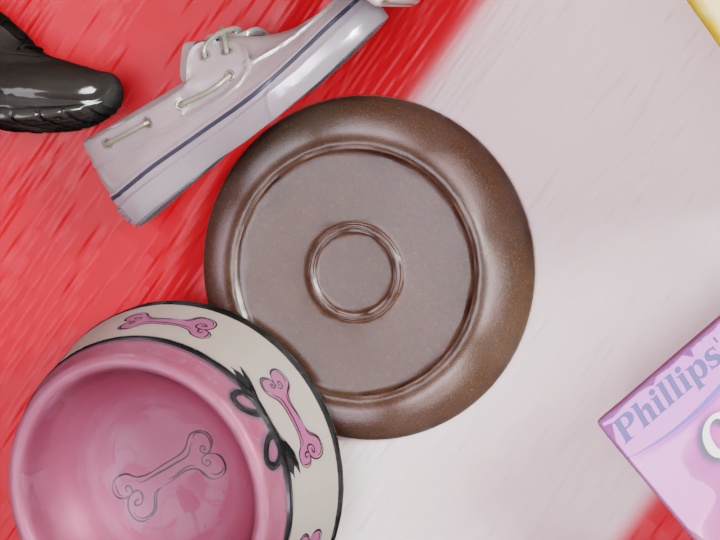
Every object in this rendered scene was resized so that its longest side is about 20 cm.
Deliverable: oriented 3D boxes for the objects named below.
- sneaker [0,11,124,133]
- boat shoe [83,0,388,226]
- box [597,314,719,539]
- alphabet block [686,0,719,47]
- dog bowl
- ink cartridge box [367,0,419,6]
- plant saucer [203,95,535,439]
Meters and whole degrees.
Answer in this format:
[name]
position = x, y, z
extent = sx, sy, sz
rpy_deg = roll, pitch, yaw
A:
[sneaker]
position = -0.233, -0.131, 1.610
extent = 0.199, 0.076, 0.091
rpy_deg = 10, 89, 11
[boat shoe]
position = -0.078, -0.105, 1.563
extent = 0.200, 0.074, 0.067
rpy_deg = -38, 93, 16
[box]
position = 0.263, 0.097, 1.477
extent = 0.176, 0.097, 0.200
rpy_deg = -41, 83, 15
[alphabet block]
position = 0.274, -0.174, 1.402
extent = 0.200, 0.196, 0.196
rpy_deg = -35, 84, 15
[dog bowl]
position = -0.115, 0.122, 1.579
extent = 0.200, 0.074, 0.201
rpy_deg = 5, 102, 22
[ink cartridge box]
position = -0.015, -0.261, 1.530
extent = 0.200, 0.084, 0.145
rpy_deg = 38, 103, 10
[plant saucer]
position = 0.000, 0.000, 1.576
extent = 0.200, 0.032, 0.201
rpy_deg = 2, 96, 16
